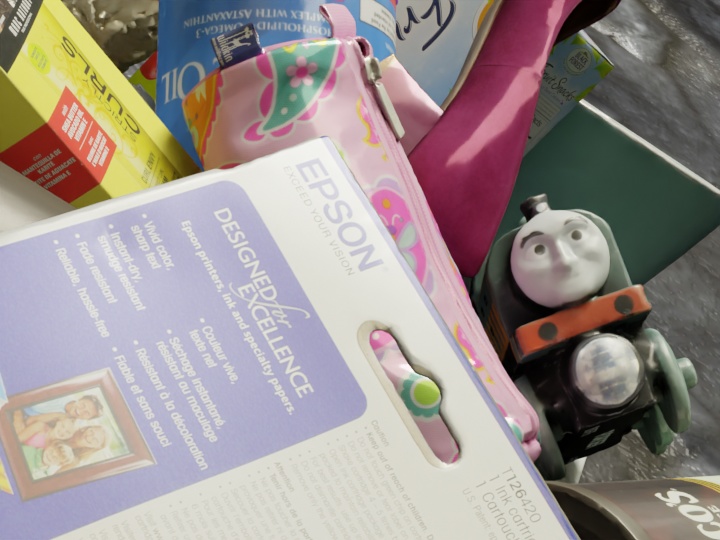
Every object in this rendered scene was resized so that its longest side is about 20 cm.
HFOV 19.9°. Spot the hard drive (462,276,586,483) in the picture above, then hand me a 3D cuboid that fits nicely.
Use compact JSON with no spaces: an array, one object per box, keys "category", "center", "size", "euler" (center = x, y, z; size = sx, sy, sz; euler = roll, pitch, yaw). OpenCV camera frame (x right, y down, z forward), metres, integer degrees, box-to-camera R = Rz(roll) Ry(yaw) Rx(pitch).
[{"category":"hard drive","center":[0.055,0.063,1.031],"size":[0.131,0.026,0.200],"euler":[33,30,-1]}]

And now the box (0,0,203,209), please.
[{"category":"box","center":[-0.115,-0.047,0.791],"size":[0.200,0.050,0.075],"euler":[52,25,-24]}]

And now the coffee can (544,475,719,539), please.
[{"category":"coffee can","center":[0.141,0.158,0.856],"size":[0.199,0.147,0.147],"euler":[2,42,-42]}]

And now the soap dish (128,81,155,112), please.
[{"category":"soap dish","center":[-0.173,-0.031,0.895],"size":[0.157,0.081,0.201],"euler":[24,32,-15]}]

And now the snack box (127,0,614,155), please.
[{"category":"snack box","center":[-0.002,-0.094,1.026],"size":[0.169,0.200,0.068],"euler":[52,14,29]}]

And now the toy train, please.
[{"category":"toy train","center":[0.091,0.034,0.919],"size":[0.200,0.085,0.115],"euler":[77,-8,-79]}]

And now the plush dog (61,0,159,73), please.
[{"category":"plush dog","center":[-0.160,-0.165,0.994],"size":[0.171,0.200,0.161],"euler":[32,28,-16]}]

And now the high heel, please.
[{"category":"high heel","center":[0.082,-0.080,0.898],"size":[0.200,0.067,0.096],"euler":[-37,79,-18]}]

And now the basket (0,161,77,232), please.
[{"category":"basket","center":[-0.147,0.024,0.723],"size":[0.199,0.180,0.137],"euler":[26,55,-11]}]

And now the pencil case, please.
[{"category":"pencil case","center":[0.000,0.000,0.811],"size":[0.087,0.087,0.201],"euler":[-12,76,-51]}]

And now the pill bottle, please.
[{"category":"pill bottle","center":[-0.039,-0.043,0.929],"size":[0.112,0.112,0.202],"euler":[9,73,-35]}]

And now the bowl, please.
[{"category":"bowl","center":[0.096,-0.048,1.120],"size":[0.200,0.105,0.201],"euler":[32,8,-5]}]

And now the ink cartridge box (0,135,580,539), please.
[{"category":"ink cartridge box","center":[-0.047,0.070,0.632],"size":[0.199,0.047,0.198],"euler":[-18,68,-36]}]
